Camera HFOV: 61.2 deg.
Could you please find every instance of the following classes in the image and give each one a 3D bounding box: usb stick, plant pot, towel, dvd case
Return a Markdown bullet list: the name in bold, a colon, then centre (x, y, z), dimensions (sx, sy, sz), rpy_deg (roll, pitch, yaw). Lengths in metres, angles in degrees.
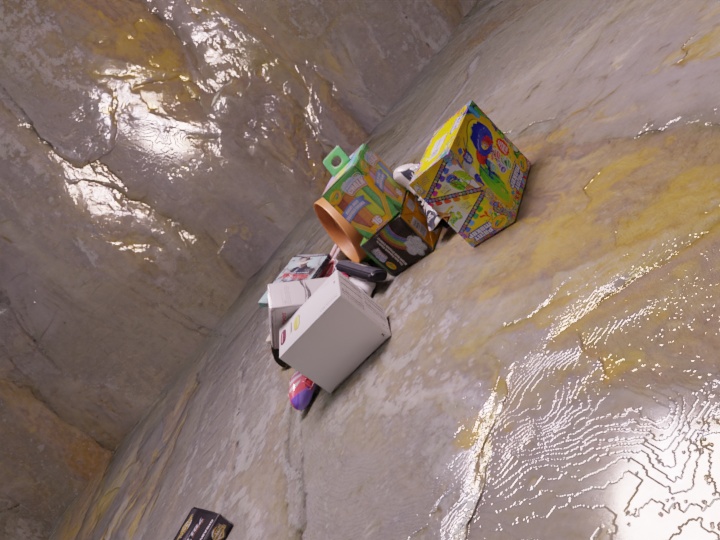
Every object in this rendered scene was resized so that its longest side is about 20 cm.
- **usb stick**: centre (0.000, 0.000, 1.581), dimensions (0.054, 0.033, 0.199), rpy_deg (-11, 14, -28)
- **plant pot**: centre (-0.015, -0.142, 1.645), dimensions (0.139, 0.201, 0.200), rpy_deg (-40, 13, -11)
- **towel**: centre (-0.035, -0.101, 1.900), dimensions (0.194, 0.032, 0.200), rpy_deg (-63, -11, 11)
- **dvd case**: centre (-0.182, 0.027, 1.696), dimensions (0.144, 0.022, 0.201), rpy_deg (-1, 41, 40)

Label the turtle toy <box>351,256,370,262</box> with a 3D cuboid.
- **turtle toy**: centre (0.025, -0.105, 1.797), dimensions (0.145, 0.101, 0.202), rpy_deg (-28, 26, 54)

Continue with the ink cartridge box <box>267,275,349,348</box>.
- **ink cartridge box**: centre (-0.118, 0.099, 1.433), dimensions (0.148, 0.195, 0.086), rpy_deg (96, 161, -44)

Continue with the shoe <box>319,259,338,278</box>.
- **shoe**: centre (-0.146, 0.034, 1.745), dimensions (0.201, 0.090, 0.072), rpy_deg (-49, 29, 19)

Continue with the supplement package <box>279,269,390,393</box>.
- **supplement package**: centre (-0.060, 0.135, 1.330), dimensions (0.200, 0.155, 0.111), rpy_deg (-45, 25, 16)

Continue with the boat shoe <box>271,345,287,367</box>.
- **boat shoe**: centre (-0.201, 0.184, 1.726), dimensions (0.073, 0.075, 0.203), rpy_deg (-24, -42, -43)

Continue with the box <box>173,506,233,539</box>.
- **box**: centre (-0.376, 0.623, 1.319), dimensions (0.198, 0.049, 0.202), rpy_deg (-28, 27, 57)

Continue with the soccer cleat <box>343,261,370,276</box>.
- **soccer cleat**: centre (-0.034, 0.000, 1.748), dimensions (0.199, 0.069, 0.088), rpy_deg (-33, 42, 51)

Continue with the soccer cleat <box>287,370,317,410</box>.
- **soccer cleat**: centre (-0.113, 0.242, 1.443), dimensions (0.076, 0.067, 0.201), rpy_deg (-33, 19, 34)

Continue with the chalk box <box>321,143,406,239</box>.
- **chalk box**: centre (-0.003, -0.202, 1.440), dimensions (0.124, 0.199, 0.125), rpy_deg (-39, 18, 32)

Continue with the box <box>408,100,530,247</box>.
- **box**: centre (0.229, -0.198, 1.249), dimensions (0.121, 0.192, 0.202), rpy_deg (-33, 22, 45)

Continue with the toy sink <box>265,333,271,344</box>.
- **toy sink**: centre (-0.135, 0.145, 1.608), dimensions (0.129, 0.113, 0.201), rpy_deg (-21, 28, 39)

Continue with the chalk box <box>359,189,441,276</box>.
- **chalk box**: centre (0.090, -0.085, 1.514), dimensions (0.199, 0.125, 0.125), rpy_deg (-34, 21, 43)

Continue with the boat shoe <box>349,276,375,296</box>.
- **boat shoe**: centre (-0.019, 0.049, 1.636), dimensions (0.065, 0.074, 0.199), rpy_deg (-46, 24, -18)

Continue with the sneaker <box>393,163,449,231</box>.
- **sneaker**: centre (0.157, -0.159, 1.406), dimensions (0.080, 0.196, 0.132), rpy_deg (119, 173, -64)
